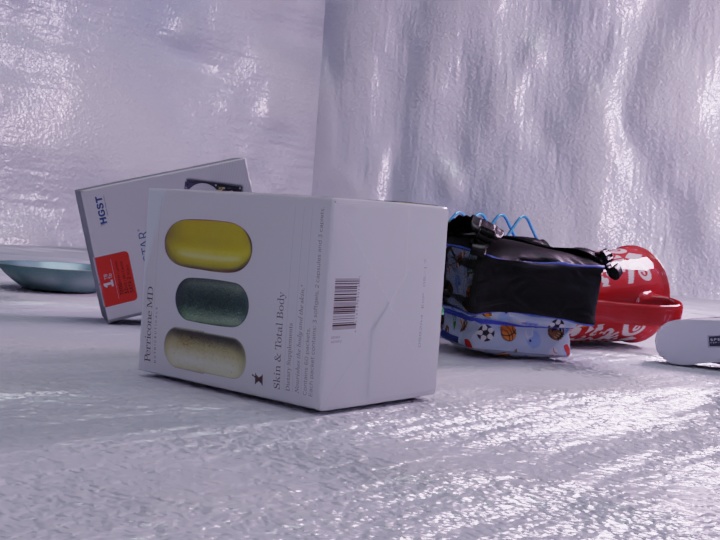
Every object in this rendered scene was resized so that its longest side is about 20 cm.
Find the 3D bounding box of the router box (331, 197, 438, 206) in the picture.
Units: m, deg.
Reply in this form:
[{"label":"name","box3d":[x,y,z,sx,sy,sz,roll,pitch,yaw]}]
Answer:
[{"label":"router box","box3d":[-0.011,0.011,1.038,0.052,0.159,0.199,2,4,-35]}]

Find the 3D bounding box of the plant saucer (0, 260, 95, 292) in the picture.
[{"label":"plant saucer","box3d":[-0.456,0.010,1.662,0.198,0.039,0.201,5,2,0]}]

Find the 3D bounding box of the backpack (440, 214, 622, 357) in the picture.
[{"label":"backpack","box3d":[0.166,0.019,1.258,0.198,0.156,0.190,11,10,-22]}]

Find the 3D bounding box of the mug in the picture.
[{"label":"mug","box3d":[0.310,0.029,1.428,0.198,0.135,0.177,-2,-16,-37]}]

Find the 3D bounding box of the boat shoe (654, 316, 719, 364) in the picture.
[{"label":"boat shoe","box3d":[0.450,0.085,1.276,0.197,0.073,0.068,-2,1,20]}]

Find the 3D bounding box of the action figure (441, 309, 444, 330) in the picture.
[{"label":"action figure","box3d":[0.086,0.055,1.413,0.117,0.055,0.199,4,6,32]}]

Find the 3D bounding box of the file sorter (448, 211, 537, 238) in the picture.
[{"label":"file sorter","box3d":[0.199,-0.020,1.852,0.199,0.123,0.139,7,-41,43]}]

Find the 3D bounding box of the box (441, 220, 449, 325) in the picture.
[{"label":"box","box3d":[0.072,-0.002,1.579,0.197,0.151,0.124,4,2,-4]}]

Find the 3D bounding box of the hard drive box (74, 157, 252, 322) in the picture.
[{"label":"hard drive box","box3d":[-0.223,-0.039,1.293,0.198,0.158,0.077,-14,9,-18]}]

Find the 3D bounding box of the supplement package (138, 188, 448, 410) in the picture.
[{"label":"supplement package","box3d":[-0.055,0.016,0.873,0.198,0.154,0.150,6,4,38]}]
